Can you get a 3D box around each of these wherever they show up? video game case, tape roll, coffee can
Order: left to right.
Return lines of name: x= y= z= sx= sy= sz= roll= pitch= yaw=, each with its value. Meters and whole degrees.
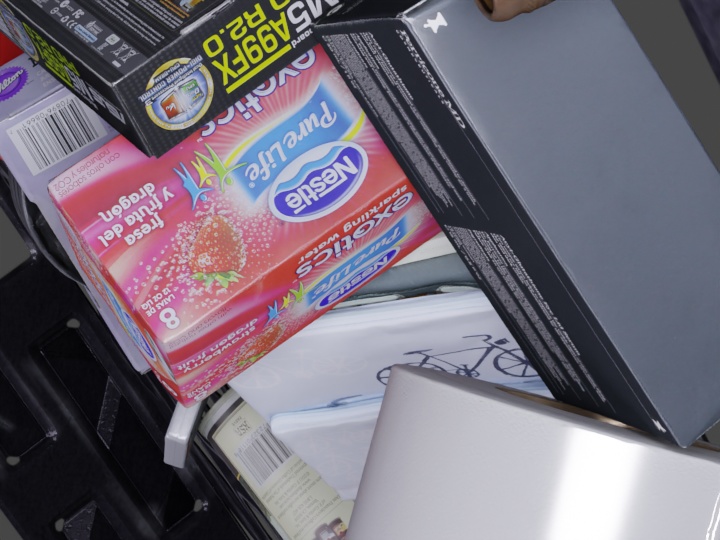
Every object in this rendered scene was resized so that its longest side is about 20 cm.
video game case: x=-0.097 y=0.035 z=1.598 sx=0.017 sy=0.201 sz=0.143 roll=19 pitch=167 yaw=-1
coffee can: x=0.003 y=0.146 z=1.607 sx=0.200 sy=0.146 sz=0.146 roll=52 pitch=169 yaw=10
tape roll: x=0.092 y=0.131 z=0.987 sx=0.202 sy=0.140 sz=0.203 roll=15 pitch=179 yaw=0

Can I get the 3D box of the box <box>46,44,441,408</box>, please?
box: x=-0.029 y=-0.041 z=1.026 sx=0.096 sy=0.200 sz=0.100 roll=52 pitch=169 yaw=17

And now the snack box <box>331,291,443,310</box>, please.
snack box: x=0.041 y=0.057 z=1.272 sx=0.142 sy=0.053 sz=0.200 roll=-5 pitch=128 yaw=39

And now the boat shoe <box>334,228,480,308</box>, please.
boat shoe: x=0.000 y=0.000 z=1.122 sx=0.073 sy=0.199 sz=0.062 roll=-78 pitch=-32 yaw=-46

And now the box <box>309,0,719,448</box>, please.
box: x=0.079 y=-0.038 z=0.916 sx=0.200 sy=0.079 sz=0.141 roll=56 pitch=172 yaw=-13

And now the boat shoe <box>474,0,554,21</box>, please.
boat shoe: x=0.011 y=-0.174 z=0.781 sx=0.203 sy=0.075 sz=0.075 roll=52 pitch=169 yaw=5

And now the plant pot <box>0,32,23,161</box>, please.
plant pot: x=-0.116 y=-0.105 z=1.259 sx=0.177 sy=0.200 sz=0.200 roll=49 pitch=172 yaw=-31

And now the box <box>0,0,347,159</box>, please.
box: x=-0.079 y=-0.144 z=1.027 sx=0.200 sy=0.160 sz=0.044 roll=38 pitch=160 yaw=51

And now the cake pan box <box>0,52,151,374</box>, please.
cake pan box: x=-0.078 y=-0.063 z=1.162 sx=0.052 sy=0.200 sz=0.184 roll=53 pitch=174 yaw=50

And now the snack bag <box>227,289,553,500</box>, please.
snack bag: x=0.033 y=0.065 z=1.160 sx=0.200 sy=0.188 sz=0.021 roll=51 pitch=-143 yaw=-54
